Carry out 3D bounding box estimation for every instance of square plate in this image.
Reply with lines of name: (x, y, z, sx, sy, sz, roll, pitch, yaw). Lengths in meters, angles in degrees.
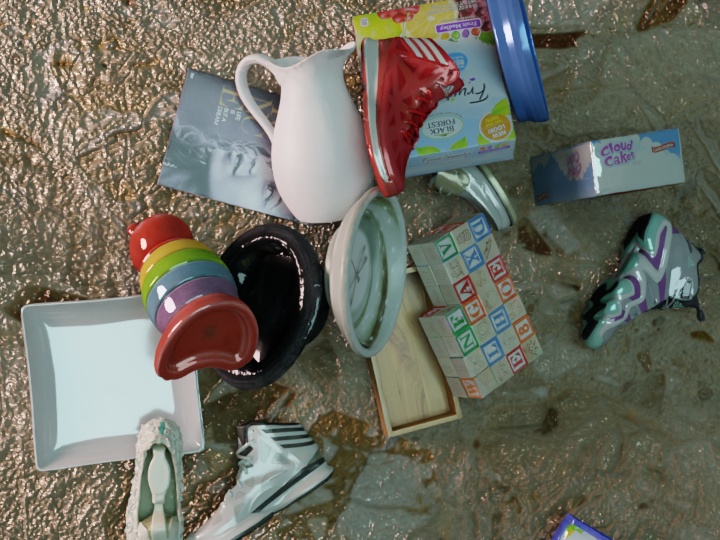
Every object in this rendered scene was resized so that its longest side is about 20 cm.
square plate: (-0.295, 0.130, 1.424, 0.200, 0.028, 0.198, -5, 92, -12)

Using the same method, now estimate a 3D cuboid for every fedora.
fedora: (-0.099, 0.047, 1.419, 0.092, 0.200, 0.201, 13, 87, -50)

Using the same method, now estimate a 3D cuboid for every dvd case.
dvd case: (-0.135, -0.150, 1.464, 0.200, 0.016, 0.149, 15, 87, -12)

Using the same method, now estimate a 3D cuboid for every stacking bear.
stacking bear: (-0.208, 0.013, 1.373, 0.121, 0.200, 0.114, -7, 134, -30)

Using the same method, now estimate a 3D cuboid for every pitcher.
pitcher: (-0.069, -0.164, 1.417, 0.121, 0.171, 0.200, -27, 115, -49)

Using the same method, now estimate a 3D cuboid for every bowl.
bowl: (0.189, -0.277, 1.449, 0.039, 0.201, 0.201, -13, 93, 12)

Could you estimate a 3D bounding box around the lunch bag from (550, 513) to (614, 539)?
lunch bag: (0.308, 0.430, 1.514, 0.200, 0.127, 0.170, 31, 86, 2)

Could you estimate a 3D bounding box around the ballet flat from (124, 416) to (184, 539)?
ballet flat: (-0.242, 0.273, 1.399, 0.072, 0.072, 0.200, -1, 102, -12)

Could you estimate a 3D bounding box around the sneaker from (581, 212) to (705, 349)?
sneaker: (0.385, 0.039, 1.547, 0.140, 0.078, 0.200, 33, 84, -10)

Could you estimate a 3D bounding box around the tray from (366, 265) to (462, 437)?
tray: (0.056, 0.099, 1.497, 0.099, 0.037, 0.200, -13, 92, -12)

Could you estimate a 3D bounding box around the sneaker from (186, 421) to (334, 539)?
sneaker: (-0.143, 0.253, 1.444, 0.200, 0.076, 0.115, -31, 88, -18)

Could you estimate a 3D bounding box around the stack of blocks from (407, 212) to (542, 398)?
stack of blocks: (0.134, 0.043, 1.473, 0.115, 0.059, 0.200, -31, 103, -30)

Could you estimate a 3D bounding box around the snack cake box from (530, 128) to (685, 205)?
snack cake box: (0.299, -0.124, 1.465, 0.115, 0.200, 0.067, -8, 91, -12)

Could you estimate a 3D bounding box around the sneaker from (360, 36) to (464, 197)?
sneaker: (0.063, -0.184, 1.354, 0.115, 0.078, 0.200, -7, 74, 7)

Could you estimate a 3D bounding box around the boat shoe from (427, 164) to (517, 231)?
boat shoe: (0.114, -0.123, 1.494, 0.068, 0.075, 0.200, -38, 87, -8)

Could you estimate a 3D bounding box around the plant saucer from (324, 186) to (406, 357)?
plant saucer: (0.000, 0.000, 1.389, 0.050, 0.200, 0.200, 5, 89, 20)

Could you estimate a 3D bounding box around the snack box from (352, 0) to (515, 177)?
snack box: (0.088, -0.222, 1.438, 0.169, 0.068, 0.200, -10, 73, 2)
